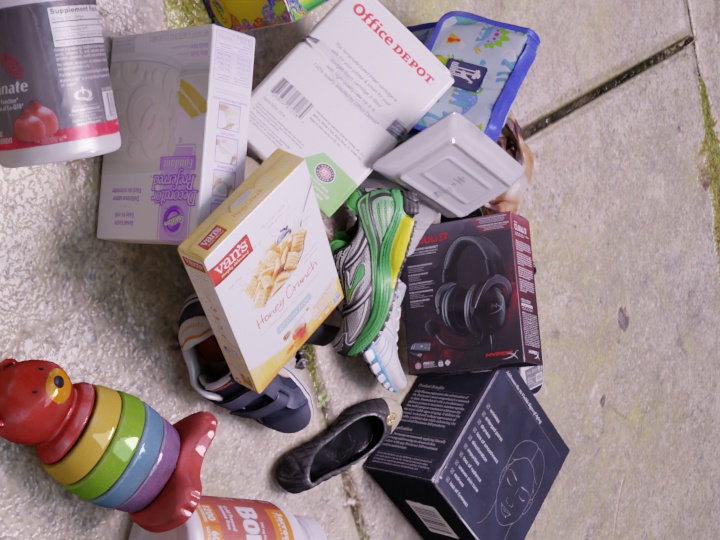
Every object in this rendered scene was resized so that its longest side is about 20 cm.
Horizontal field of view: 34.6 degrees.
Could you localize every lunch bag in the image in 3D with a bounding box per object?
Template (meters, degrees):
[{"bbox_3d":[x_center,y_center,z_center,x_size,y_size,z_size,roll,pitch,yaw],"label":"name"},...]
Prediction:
[{"bbox_3d":[0.099,-0.200,1.342,0.127,0.200,0.170,41,64,-39],"label":"lunch bag"}]

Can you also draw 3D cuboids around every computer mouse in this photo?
[{"bbox_3d":[0.213,0.077,1.582,0.110,0.044,0.200,-10,97,-58],"label":"computer mouse"}]

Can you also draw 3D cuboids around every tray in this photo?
[{"bbox_3d":[0.101,-0.102,1.234,0.200,0.107,0.022,25,39,-58],"label":"tray"}]

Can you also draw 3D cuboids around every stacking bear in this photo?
[{"bbox_3d":[-0.250,0.151,1.068,0.200,0.114,0.122,36,42,-28],"label":"stacking bear"}]

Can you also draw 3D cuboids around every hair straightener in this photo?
[{"bbox_3d":[-0.072,0.065,1.232,0.077,0.041,0.200,61,17,18],"label":"hair straightener"}]

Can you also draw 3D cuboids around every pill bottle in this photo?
[{"bbox_3d":[-0.282,-0.196,1.015,0.111,0.111,0.200,-19,105,-44],"label":"pill bottle"},{"bbox_3d":[-0.130,0.291,1.192,0.200,0.112,0.112,16,81,-45],"label":"pill bottle"}]

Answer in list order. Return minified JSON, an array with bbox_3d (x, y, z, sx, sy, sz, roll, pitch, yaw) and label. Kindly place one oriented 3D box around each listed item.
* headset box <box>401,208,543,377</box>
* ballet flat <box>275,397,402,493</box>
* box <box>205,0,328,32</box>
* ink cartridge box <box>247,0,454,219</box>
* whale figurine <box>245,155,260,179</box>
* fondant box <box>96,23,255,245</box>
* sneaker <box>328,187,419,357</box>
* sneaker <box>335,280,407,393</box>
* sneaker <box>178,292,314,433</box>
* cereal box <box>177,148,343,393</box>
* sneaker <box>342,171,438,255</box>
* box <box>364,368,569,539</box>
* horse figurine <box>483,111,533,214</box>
[{"bbox_3d":[0.131,0.022,1.392,0.077,0.149,0.200,15,69,-64],"label":"headset box"},{"bbox_3d":[-0.014,0.207,1.346,0.200,0.057,0.067,-29,113,-41],"label":"ballet flat"},{"bbox_3d":[-0.084,-0.380,1.201,0.193,0.122,0.200,-40,118,-37],"label":"box"},{"bbox_3d":[-0.024,-0.174,1.215,0.145,0.084,0.200,43,83,-6],"label":"ink cartridge box"},{"bbox_3d":[-0.116,-0.034,1.206,0.200,0.104,0.159,39,29,-55],"label":"whale figurine"},{"bbox_3d":[-0.177,-0.125,1.099,0.058,0.144,0.200,5,89,-51],"label":"fondant box"},{"bbox_3d":[0.000,0.000,1.251,0.085,0.078,0.200,13,109,-5],"label":"sneaker"},{"bbox_3d":[0.023,0.055,1.345,0.087,0.075,0.200,-30,119,-6],"label":"sneaker"},{"bbox_3d":[-0.123,0.116,1.204,0.200,0.078,0.079,50,23,-26],"label":"sneaker"},{"bbox_3d":[-0.087,0.004,1.091,0.144,0.039,0.200,-49,147,-26],"label":"cereal box"},{"bbox_3d":[-0.010,-0.075,1.324,0.200,0.116,0.074,18,33,-15],"label":"sneaker"},{"bbox_3d":[0.140,0.237,1.458,0.197,0.124,0.200,-54,126,-28],"label":"box"},{"bbox_3d":[0.191,-0.126,1.542,0.133,0.050,0.200,47,53,-51],"label":"horse figurine"}]
